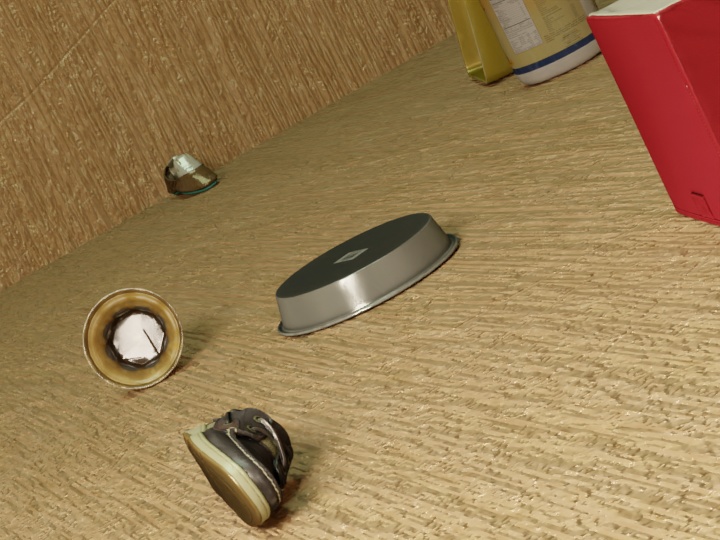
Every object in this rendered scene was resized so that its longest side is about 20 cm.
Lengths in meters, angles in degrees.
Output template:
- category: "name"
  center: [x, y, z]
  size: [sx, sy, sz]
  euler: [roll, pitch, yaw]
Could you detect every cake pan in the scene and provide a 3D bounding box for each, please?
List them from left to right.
- category: "cake pan"
  center: [0.000, 0.000, 1.706]
  size: [0.200, 0.037, 0.200]
  euler: [-27, 12, 6]

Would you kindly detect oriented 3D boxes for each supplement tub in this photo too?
- category: "supplement tub"
  center: [0.243, -0.374, 2.395]
  size: [0.144, 0.200, 0.144]
  euler: [-26, 11, 5]

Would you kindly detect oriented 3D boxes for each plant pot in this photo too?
- category: "plant pot"
  center: [0.236, -0.412, 2.657]
  size: [0.176, 0.200, 0.200]
  euler: [-17, 11, -1]

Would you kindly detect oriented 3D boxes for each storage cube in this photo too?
- category: "storage cube"
  center: [0.300, -0.152, 1.311]
  size: [0.171, 0.180, 0.200]
  euler: [-28, 12, -4]

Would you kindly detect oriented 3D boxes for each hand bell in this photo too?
- category: "hand bell"
  center: [-0.234, 0.073, 1.871]
  size: [0.104, 0.104, 0.200]
  euler: [-28, -1, -1]

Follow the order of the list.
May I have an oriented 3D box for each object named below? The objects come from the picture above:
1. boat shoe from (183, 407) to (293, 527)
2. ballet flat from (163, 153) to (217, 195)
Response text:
- category: "boat shoe"
  center: [-0.082, 0.128, 1.225]
  size: [0.065, 0.073, 0.200]
  euler: [-35, 12, -9]
- category: "ballet flat"
  center: [-0.323, -0.180, 3.198]
  size: [0.068, 0.072, 0.200]
  euler: [-31, 12, -17]
